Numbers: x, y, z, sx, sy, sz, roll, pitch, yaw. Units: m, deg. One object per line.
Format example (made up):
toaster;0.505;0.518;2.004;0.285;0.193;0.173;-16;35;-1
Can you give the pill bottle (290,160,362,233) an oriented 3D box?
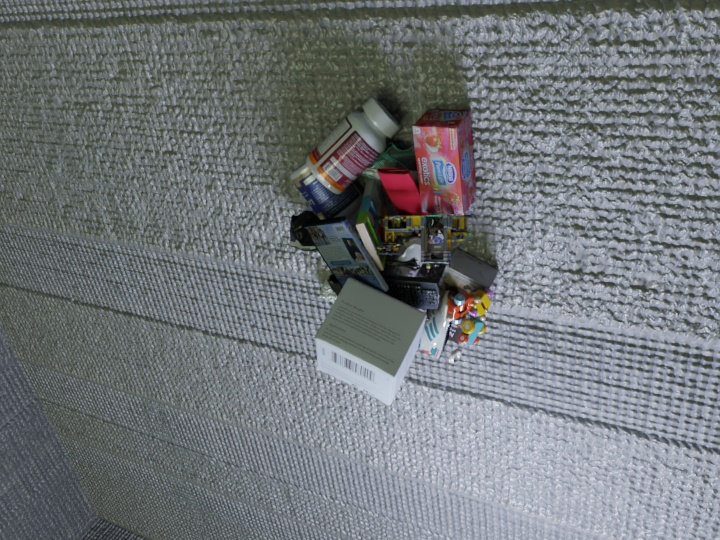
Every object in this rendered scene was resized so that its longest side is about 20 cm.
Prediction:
pill bottle;-0.065;-0.177;1.627;0.115;0.116;0.201;-26;106;42

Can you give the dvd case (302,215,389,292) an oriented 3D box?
dvd case;-0.034;-0.030;1.534;0.142;0.018;0.201;-2;128;48

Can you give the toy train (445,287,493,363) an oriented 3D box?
toy train;0.224;0.105;1.531;0.055;0.149;0.202;37;145;34

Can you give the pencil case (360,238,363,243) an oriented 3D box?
pencil case;0.042;0.021;1.725;0.093;0.091;0.202;-18;114;1

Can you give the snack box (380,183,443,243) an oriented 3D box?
snack box;0.130;-0.132;1.598;0.071;0.024;0.201;-24;107;40

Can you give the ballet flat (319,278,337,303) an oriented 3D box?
ballet flat;-0.020;0.074;1.820;0.198;0.072;0.072;21;131;18

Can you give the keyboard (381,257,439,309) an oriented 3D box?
keyboard;0.081;0.028;1.563;0.198;0.021;0.129;3;117;23

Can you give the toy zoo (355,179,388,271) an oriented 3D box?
toy zoo;0.035;-0.112;1.557;0.020;0.201;0.132;-11;126;19

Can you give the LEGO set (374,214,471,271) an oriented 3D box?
LEGO set;0.136;-0.058;1.489;0.197;0.154;0.118;1;93;17

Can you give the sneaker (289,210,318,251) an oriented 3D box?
sneaker;-0.124;-0.098;1.660;0.199;0.075;0.089;13;110;59

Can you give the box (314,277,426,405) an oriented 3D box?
box;0.021;0.162;1.556;0.197;0.172;0.201;25;155;11

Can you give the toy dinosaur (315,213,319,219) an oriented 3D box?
toy dinosaur;-0.084;-0.093;1.723;0.201;0.077;0.102;52;150;-1

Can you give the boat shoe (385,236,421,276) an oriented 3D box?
boat shoe;0.096;0.015;1.631;0.070;0.070;0.201;25;117;-8

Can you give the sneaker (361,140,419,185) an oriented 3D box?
sneaker;0.064;-0.244;1.534;0.198;0.077;0.092;15;91;36

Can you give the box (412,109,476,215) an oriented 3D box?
box;0.179;-0.227;1.448;0.099;0.096;0.202;7;126;26

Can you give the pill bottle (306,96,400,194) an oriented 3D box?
pill bottle;-0.014;-0.270;1.487;0.200;0.110;0.110;-42;96;15

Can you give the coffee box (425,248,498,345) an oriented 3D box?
coffee box;0.233;0.065;1.638;0.112;0.080;0.201;27;133;11

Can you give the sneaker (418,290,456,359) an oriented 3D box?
sneaker;0.167;0.121;1.614;0.092;0.071;0.201;20;134;12

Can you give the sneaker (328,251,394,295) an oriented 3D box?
sneaker;0.000;0.000;1.633;0.091;0.076;0.200;44;117;-11

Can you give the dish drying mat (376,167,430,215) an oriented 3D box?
dish drying mat;0.098;-0.162;1.499;0.076;0.018;0.200;3;156;22
